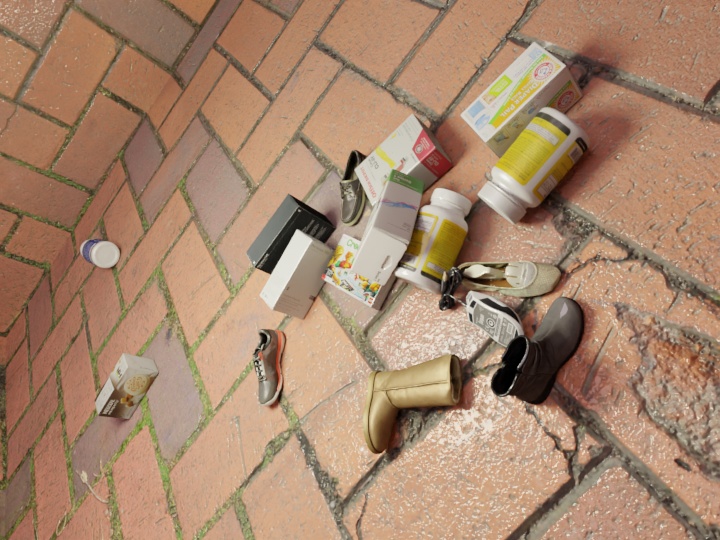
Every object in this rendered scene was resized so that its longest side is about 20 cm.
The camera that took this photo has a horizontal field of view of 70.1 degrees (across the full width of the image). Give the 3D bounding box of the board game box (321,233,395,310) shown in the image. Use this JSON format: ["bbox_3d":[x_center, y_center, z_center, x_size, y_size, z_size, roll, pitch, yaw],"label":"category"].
[{"bbox_3d":[0.000,0.000,1.233,0.199,0.035,0.127,27,90,45],"label":"board game box"}]

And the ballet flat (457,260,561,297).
[{"bbox_3d":[0.269,0.013,0.964,0.199,0.062,0.068,-3,69,41],"label":"ballet flat"}]

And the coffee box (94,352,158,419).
[{"bbox_3d":[-0.779,0.386,1.705,0.201,0.114,0.080,-55,46,7],"label":"coffee box"}]

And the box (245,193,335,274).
[{"bbox_3d":[-0.186,-0.080,1.362,0.200,0.141,0.079,-51,47,11],"label":"box"}]

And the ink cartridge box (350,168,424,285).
[{"bbox_3d":[0.059,-0.092,1.090,0.145,0.083,0.201,117,174,-47],"label":"ink cartridge box"}]

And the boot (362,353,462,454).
[{"bbox_3d":[0.100,0.262,1.003,0.199,0.066,0.177,-17,61,35],"label":"boot"}]

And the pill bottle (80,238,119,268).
[{"bbox_3d":[-1.145,-0.080,2.246,0.199,0.115,0.117,12,79,44],"label":"pill bottle"}]

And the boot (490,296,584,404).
[{"bbox_3d":[0.294,0.124,0.842,0.070,0.131,0.201,18,83,45],"label":"boot"}]

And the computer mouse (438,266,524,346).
[{"bbox_3d":[0.232,0.075,0.970,0.200,0.044,0.110,36,139,36],"label":"computer mouse"}]

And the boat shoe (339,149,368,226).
[{"bbox_3d":[-0.026,-0.216,1.332,0.073,0.065,0.202,-4,70,39],"label":"boat shoe"}]

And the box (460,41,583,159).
[{"bbox_3d":[0.326,-0.336,1.043,0.200,0.101,0.113,-44,48,19],"label":"box"}]

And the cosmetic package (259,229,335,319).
[{"bbox_3d":[-0.154,0.011,1.315,0.081,0.112,0.201,37,99,45],"label":"cosmetic package"}]

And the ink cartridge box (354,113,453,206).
[{"bbox_3d":[0.098,-0.245,1.221,0.200,0.083,0.146,-41,48,22],"label":"ink cartridge box"}]

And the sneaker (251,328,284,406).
[{"bbox_3d":[-0.251,0.244,1.315,0.077,0.082,0.202,-19,59,35],"label":"sneaker"}]

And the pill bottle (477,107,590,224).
[{"bbox_3d":[0.323,-0.194,0.973,0.200,0.114,0.114,-51,46,12],"label":"pill bottle"}]

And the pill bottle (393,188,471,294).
[{"bbox_3d":[0.154,-0.062,1.067,0.112,0.112,0.201,21,86,45],"label":"pill bottle"}]
